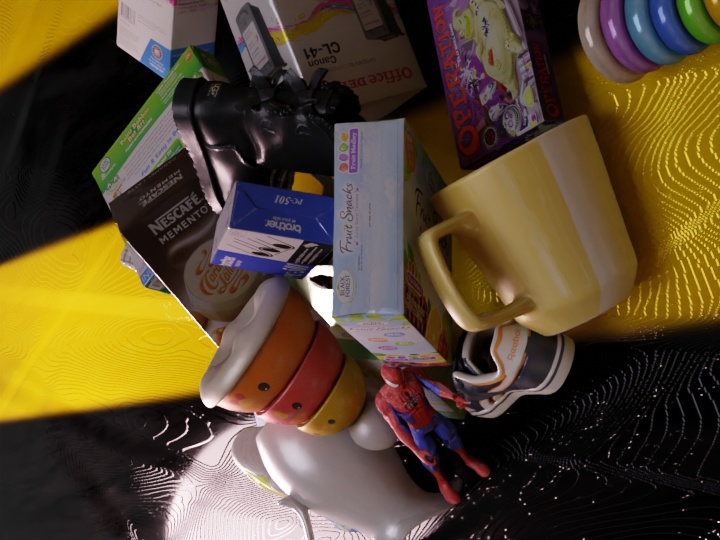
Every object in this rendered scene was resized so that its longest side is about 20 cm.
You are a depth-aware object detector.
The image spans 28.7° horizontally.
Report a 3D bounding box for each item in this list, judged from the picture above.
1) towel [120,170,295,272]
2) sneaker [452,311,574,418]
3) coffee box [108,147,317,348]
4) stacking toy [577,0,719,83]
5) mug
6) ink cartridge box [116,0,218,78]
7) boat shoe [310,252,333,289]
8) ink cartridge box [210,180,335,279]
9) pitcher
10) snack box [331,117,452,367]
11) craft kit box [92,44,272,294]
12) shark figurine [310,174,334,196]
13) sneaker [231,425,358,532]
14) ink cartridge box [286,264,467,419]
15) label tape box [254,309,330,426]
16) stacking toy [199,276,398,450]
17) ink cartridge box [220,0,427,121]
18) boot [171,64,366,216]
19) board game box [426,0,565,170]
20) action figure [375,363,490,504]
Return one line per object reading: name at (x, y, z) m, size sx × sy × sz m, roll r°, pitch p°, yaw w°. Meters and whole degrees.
towel at (-0.167, -0.065, 1.586) m, size 0.165 × 0.085 × 0.201 m, roll 20°, pitch 90°, yaw 46°
sneaker at (0.119, 0.083, 1.291) m, size 0.200 × 0.079 × 0.079 m, roll 141°, pitch 147°, yaw -66°
coffee box at (-0.150, -0.016, 1.437) m, size 0.200 × 0.114 × 0.080 m, roll 52°, pitch -179°, yaw -30°
stacking toy at (0.259, -0.201, 1.039) m, size 0.200 × 0.085 × 0.086 m, roll -12°, pitch 95°, yaw 49°
mug at (0.142, -0.022, 1.189) m, size 0.154 × 0.186 × 0.149 m, roll 62°, pitch 177°, yaw -1°
ink cartridge box at (-0.218, -0.333, 1.603) m, size 0.116 × 0.067 × 0.201 m, roll 37°, pitch 131°, yaw 37°
boat shoe at (-0.003, 0.005, 1.438) m, size 0.202 × 0.075 × 0.075 m, roll 11°, pitch 154°, yaw 49°
ink cartridge box at (-0.080, -0.033, 1.266) m, size 0.200 × 0.094 × 0.044 m, roll 141°, pitch 138°, yaw -77°
pitcher at (-0.026, 0.228, 1.454) m, size 0.200 × 0.172 × 0.121 m, roll 42°, pitch 159°, yaw 5°
snack box at (0.031, -0.018, 1.215) m, size 0.067 × 0.200 × 0.169 m, roll -3°, pitch 73°, yaw 13°
craft kit box at (-0.199, -0.112, 1.542) m, size 0.200 × 0.048 × 0.198 m, roll -48°, pitch 51°, yaw 21°
shark figurine at (-0.078, -0.156, 1.483) m, size 0.128 × 0.089 × 0.215 m, roll -17°, pitch 89°, yaw 55°
sneaker at (-0.053, 0.245, 1.565) m, size 0.199 × 0.076 × 0.105 m, roll 23°, pitch 146°, yaw 7°
ink cartridge box at (0.006, 0.072, 1.403) m, size 0.145 × 0.048 × 0.200 m, roll 0°, pitch 144°, yaw 51°
label tape box at (-0.078, 0.086, 1.596) m, size 0.144 × 0.063 × 0.201 m, roll -10°, pitch 95°, yaw 52°
stacking toy at (-0.043, 0.112, 1.377) m, size 0.200 × 0.146 × 0.146 m, roll 32°, pitch 141°, yaw -10°
ink cartridge box at (-0.042, -0.240, 1.349) m, size 0.086 × 0.147 × 0.201 m, roll -27°, pitch 84°, yaw 53°
boot at (-0.069, -0.107, 1.279) m, size 0.162 × 0.074 × 0.198 m, roll 5°, pitch 148°, yaw 19°
board game box at (0.112, -0.202, 1.230) m, size 0.120 × 0.032 × 0.201 m, roll -32°, pitch 65°, yaw 56°
action figure at (0.079, 0.161, 1.340) m, size 0.099 × 0.065 × 0.200 m, roll 37°, pitch 166°, yaw 50°
